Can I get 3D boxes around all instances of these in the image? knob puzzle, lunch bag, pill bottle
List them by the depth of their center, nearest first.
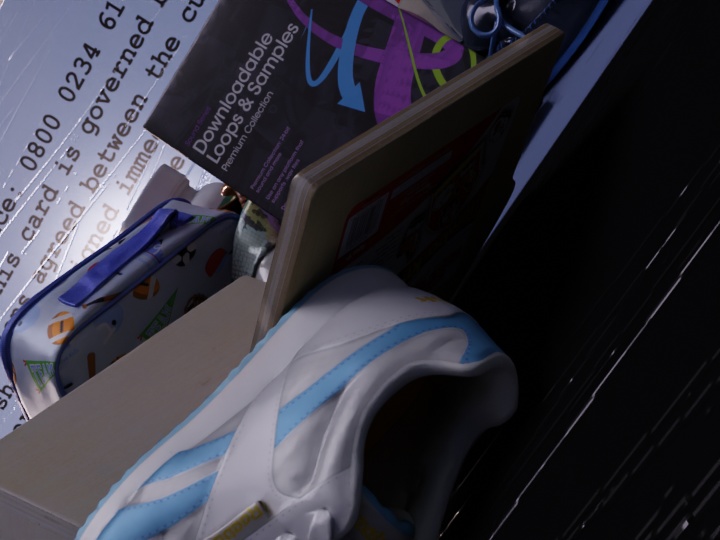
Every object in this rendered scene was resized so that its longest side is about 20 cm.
[{"bbox_3d":[0.005,-0.001,0.504,0.220,0.030,0.220,-47,-21,-24],"label":"knob puzzle"},{"bbox_3d":[-0.147,0.045,0.797,0.200,0.075,0.161,-45,-45,-37],"label":"lunch bag"},{"bbox_3d":[-0.119,-0.012,1.066,0.113,0.200,0.113,-57,6,10],"label":"pill bottle"}]

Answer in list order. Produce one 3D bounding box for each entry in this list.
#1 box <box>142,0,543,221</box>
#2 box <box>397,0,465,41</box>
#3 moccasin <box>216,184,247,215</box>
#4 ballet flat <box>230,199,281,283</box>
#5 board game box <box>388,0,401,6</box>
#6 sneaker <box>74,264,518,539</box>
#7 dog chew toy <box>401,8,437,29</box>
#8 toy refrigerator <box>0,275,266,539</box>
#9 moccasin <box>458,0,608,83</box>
[{"bbox_3d":[-0.015,-0.093,0.676,0.143,0.200,0.036,-58,-18,4],"label":"box"},{"bbox_3d":[0.033,-0.132,0.938,0.068,0.082,0.200,-16,-27,-47],"label":"box"},{"bbox_3d":[-0.085,-0.046,0.906,0.201,0.078,0.074,-34,40,-3],"label":"moccasin"},{"bbox_3d":[-0.056,0.044,0.790,0.071,0.069,0.201,23,108,63],"label":"ballet flat"},{"bbox_3d":[-0.006,-0.153,1.015,0.151,0.046,0.200,-40,-19,3],"label":"board game box"},{"bbox_3d":[-0.029,0.088,0.383,0.200,0.077,0.081,-53,38,-9],"label":"sneaker"},{"bbox_3d":[-0.018,-0.121,0.802,0.200,0.125,0.125,-17,-28,-47],"label":"dog chew toy"},{"bbox_3d":[-0.083,0.077,0.501,0.200,0.070,0.076,-40,-36,-56],"label":"toy refrigerator"},{"bbox_3d":[0.087,-0.140,0.690,0.200,0.068,0.081,-50,10,51],"label":"moccasin"}]
